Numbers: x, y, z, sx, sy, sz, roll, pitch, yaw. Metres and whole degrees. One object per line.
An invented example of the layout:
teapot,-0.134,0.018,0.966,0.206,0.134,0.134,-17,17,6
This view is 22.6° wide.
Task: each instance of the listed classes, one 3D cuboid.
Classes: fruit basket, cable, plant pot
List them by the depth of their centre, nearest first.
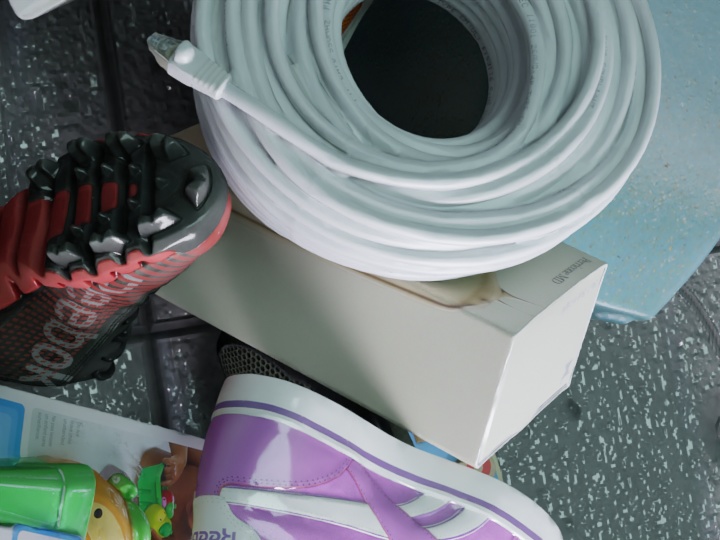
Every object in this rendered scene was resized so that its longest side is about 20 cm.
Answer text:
fruit basket,-0.109,0.150,0.735,0.199,0.093,0.187,19,73,-34
cable,0.025,-0.090,0.768,0.200,0.069,0.200,-42,86,-22
plant pot,0.094,-0.080,0.946,0.195,0.195,0.202,14,82,-31

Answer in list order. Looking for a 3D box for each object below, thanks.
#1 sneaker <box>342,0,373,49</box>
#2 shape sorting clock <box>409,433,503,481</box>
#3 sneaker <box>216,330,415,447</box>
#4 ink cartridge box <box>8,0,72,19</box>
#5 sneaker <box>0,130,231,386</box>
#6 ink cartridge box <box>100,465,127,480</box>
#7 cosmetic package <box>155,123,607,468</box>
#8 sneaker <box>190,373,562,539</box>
sneaker,-0.022,-0.155,0.864,0.072,0.077,0.201,9,56,11
shape sorting clock,0.004,0.137,0.944,0.199,0.039,0.202,5,82,-33
sneaker,-0.025,0.118,0.862,0.114,0.076,0.201,-36,103,-38
ink cartridge box,-0.123,-0.207,0.811,0.145,0.083,0.200,63,14,-11
sneaker,-0.123,0.001,0.797,0.098,0.199,0.071,37,45,-39
ink cartridge box,-0.165,0.149,0.803,0.199,0.085,0.149,21,73,-31
cosmetic package,0.000,0.000,0.834,0.103,0.199,0.074,-32,142,-54
sneaker,0.004,0.134,0.787,0.200,0.072,0.115,27,63,-32
